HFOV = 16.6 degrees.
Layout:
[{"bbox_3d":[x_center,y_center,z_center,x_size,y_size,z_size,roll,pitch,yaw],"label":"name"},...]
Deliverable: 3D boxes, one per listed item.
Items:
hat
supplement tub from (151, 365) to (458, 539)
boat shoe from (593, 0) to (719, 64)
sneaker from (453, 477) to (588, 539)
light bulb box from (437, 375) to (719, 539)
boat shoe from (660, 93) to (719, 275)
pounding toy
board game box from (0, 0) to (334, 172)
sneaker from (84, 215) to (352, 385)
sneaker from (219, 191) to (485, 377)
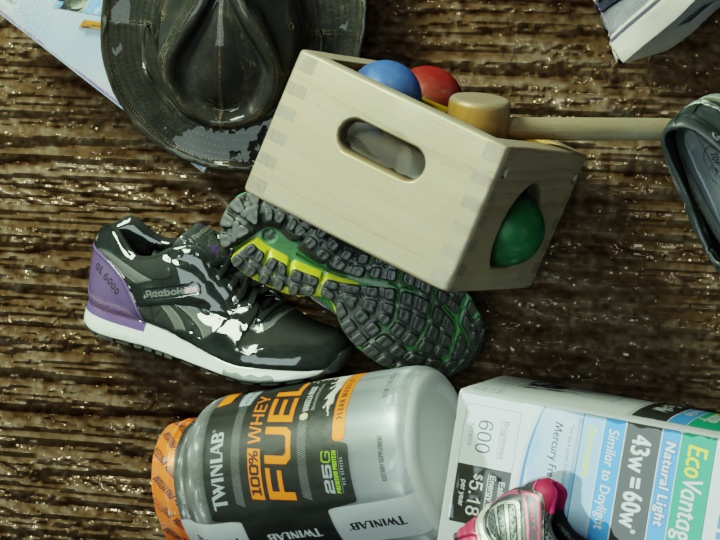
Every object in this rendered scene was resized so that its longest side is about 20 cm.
[{"bbox_3d":[-0.091,-0.156,1.644,0.200,0.081,0.201,2,106,8],"label":"hat"},{"bbox_3d":[-0.033,0.136,1.671,0.200,0.123,0.123,-11,89,24],"label":"supplement tub"},{"bbox_3d":[0.207,-0.213,1.578,0.200,0.075,0.093,-37,76,52],"label":"boat shoe"},{"bbox_3d":[0.141,0.219,1.495,0.075,0.081,0.200,-40,82,13],"label":"sneaker"},{"bbox_3d":[0.158,0.182,1.594,0.200,0.125,0.199,9,95,16],"label":"light bulb box"},{"bbox_3d":[0.254,-0.021,1.609,0.074,0.066,0.200,-25,85,35],"label":"boat shoe"},{"bbox_3d":[0.070,-0.074,1.621,0.200,0.184,0.142,27,101,21],"label":"pounding toy"},{"bbox_3d":[-0.125,-0.206,1.699,0.199,0.041,0.200,39,107,-3],"label":"board game box"},{"bbox_3d":[-0.100,0.017,1.700,0.200,0.076,0.088,13,112,19],"label":"sneaker"},{"bbox_3d":[0.000,0.000,1.689,0.200,0.085,0.078,34,102,-4],"label":"sneaker"}]
